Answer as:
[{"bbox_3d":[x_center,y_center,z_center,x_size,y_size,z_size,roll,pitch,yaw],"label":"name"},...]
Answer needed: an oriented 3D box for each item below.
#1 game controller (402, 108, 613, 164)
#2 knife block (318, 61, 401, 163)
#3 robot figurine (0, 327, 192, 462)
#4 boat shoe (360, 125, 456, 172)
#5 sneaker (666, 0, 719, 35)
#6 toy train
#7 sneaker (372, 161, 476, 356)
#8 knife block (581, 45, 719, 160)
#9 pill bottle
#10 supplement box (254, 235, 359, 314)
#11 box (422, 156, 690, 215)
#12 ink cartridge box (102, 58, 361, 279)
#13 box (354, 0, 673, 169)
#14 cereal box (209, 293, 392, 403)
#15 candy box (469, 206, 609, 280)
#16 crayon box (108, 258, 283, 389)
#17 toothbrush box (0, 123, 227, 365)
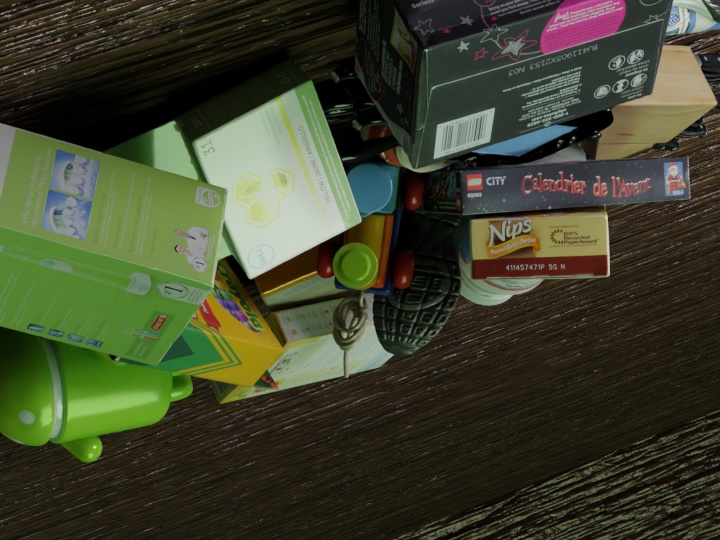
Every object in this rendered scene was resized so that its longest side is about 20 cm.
[{"bbox_3d":[0.119,-0.113,1.506,0.104,0.042,0.200,-35,160,31],"label":"game controller"},{"bbox_3d":[0.059,-0.139,1.531,0.175,0.064,0.200,-30,162,20],"label":"knife block"},{"bbox_3d":[-0.242,0.087,1.638,0.200,0.116,0.176,-9,149,-27],"label":"robot figurine"},{"bbox_3d":[0.094,-0.127,1.622,0.200,0.071,0.063,-15,-157,-34],"label":"boat shoe"},{"bbox_3d":[0.241,-0.226,1.515,0.200,0.076,0.077,5,155,-40],"label":"sneaker"},{"bbox_3d":[0.000,0.000,1.616,0.084,0.200,0.116,8,-176,5],"label":"toy train"},{"bbox_3d":[0.062,-0.018,1.719,0.076,0.200,0.091,17,176,2],"label":"sneaker"},{"bbox_3d":[0.279,-0.167,1.711,0.175,0.064,0.200,-23,163,-3],"label":"knife block"},{"bbox_3d":[0.157,-0.043,1.869,0.109,0.109,0.200,-15,161,-26],"label":"pill bottle"},{"bbox_3d":[-0.036,-0.006,1.783,0.126,0.074,0.200,-23,163,-2],"label":"supplement box"},{"bbox_3d":[0.165,-0.073,1.622,0.200,0.038,0.137,-4,-176,-11],"label":"box"},{"bbox_3d":[-0.112,-0.055,1.438,0.200,0.048,0.146,-28,130,-10],"label":"ink cartridge box"},{"bbox_3d":[0.107,-0.178,1.350,0.200,0.115,0.132,-18,146,-16],"label":"box"},{"bbox_3d":[-0.031,0.068,1.816,0.200,0.040,0.144,-11,160,-38],"label":"cereal box"},{"bbox_3d":[0.157,-0.027,1.641,0.115,0.055,0.200,-1,-176,7],"label":"candy box"},{"bbox_3d":[-0.150,0.030,1.591,0.051,0.127,0.200,-49,145,19],"label":"crayon box"},{"bbox_3d":[-0.214,-0.018,1.352,0.200,0.086,0.146,14,149,-16],"label":"toothbrush box"}]
